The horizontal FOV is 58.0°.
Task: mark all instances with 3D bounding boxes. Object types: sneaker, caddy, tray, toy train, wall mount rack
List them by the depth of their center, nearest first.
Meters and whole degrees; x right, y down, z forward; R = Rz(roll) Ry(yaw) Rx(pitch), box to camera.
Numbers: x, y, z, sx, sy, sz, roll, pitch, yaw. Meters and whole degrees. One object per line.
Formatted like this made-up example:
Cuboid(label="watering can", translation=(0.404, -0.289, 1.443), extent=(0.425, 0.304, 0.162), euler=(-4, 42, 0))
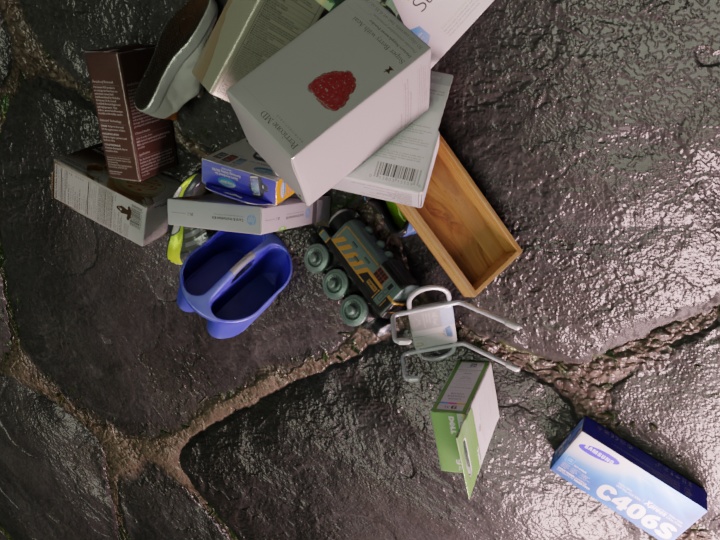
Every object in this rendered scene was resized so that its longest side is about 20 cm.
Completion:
Cuboid(label="tray", translation=(0.123, -0.072, 0.877), extent=(0.200, 0.099, 0.037), euler=(52, 164, -11))
Cuboid(label="sneaker", translation=(0.040, -0.139, 0.903), extent=(0.078, 0.089, 0.200), euler=(-16, 103, 31))
Cuboid(label="wall mount rack", translation=(0.138, 0.100, 0.942), extent=(0.173, 0.075, 0.200), euler=(-10, 142, 5))
Cuboid(label="toy train", translation=(0.000, 0.000, 0.974), extent=(0.114, 0.085, 0.200), euler=(-45, 64, 18))
Cuboid(label="sneaker", translation=(-0.265, -0.322, 0.994), extent=(0.073, 0.085, 0.200), euler=(47, 109, 31))
Cuboid(label="caddy", translation=(-0.200, 0.011, 1.038), extent=(0.141, 0.200, 0.105), euler=(40, 141, 1))
Cuboid(label="sneaker", translation=(-0.272, -0.083, 1.105), extent=(0.081, 0.074, 0.200), euler=(24, 129, 7))

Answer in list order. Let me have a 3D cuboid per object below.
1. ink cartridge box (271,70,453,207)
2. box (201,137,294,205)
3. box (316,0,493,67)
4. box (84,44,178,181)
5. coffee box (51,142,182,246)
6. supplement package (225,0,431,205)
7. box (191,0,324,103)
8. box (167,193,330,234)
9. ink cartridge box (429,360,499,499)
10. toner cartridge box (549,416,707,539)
Cuboid(label="ink cartridge box", translation=(0.004, -0.185, 0.832), extent=(0.200, 0.174, 0.044), euler=(14, 161, 10))
Cuboid(label="box", translation=(-0.130, -0.149, 0.916), extent=(0.119, 0.200, 0.042), euler=(18, 120, 17))
Cuboid(label="box", translation=(0.043, -0.344, 0.787), extent=(0.200, 0.036, 0.144), euler=(32, 127, -21))
Cuboid(label="box", translation=(-0.364, -0.254, 1.044), extent=(0.075, 0.100, 0.200), euler=(11, 117, 22))
Cuboid(label="coffee box", translation=(-0.411, -0.134, 1.117), extent=(0.200, 0.114, 0.080), euler=(27, 123, 14))
Cuboid(label="supplement package", translation=(-0.030, -0.197, 0.753), extent=(0.121, 0.200, 0.120), euler=(46, 170, 17))
Cuboid(label="box", translation=(-0.129, -0.317, 0.857), extent=(0.200, 0.095, 0.078), euler=(-56, 46, 15))
Cuboid(label="box", translation=(-0.156, -0.090, 0.956), extent=(0.156, 0.200, 0.041), euler=(7, 102, 23))
Cuboid(label="ink cartridge box", translation=(0.149, 0.226, 0.954), extent=(0.059, 0.200, 0.104), euler=(-2, 112, 25))
Cuboid(label="toner cartridge box", translation=(0.396, 0.313, 0.967), extent=(0.200, 0.043, 0.095), euler=(32, 122, 10))
